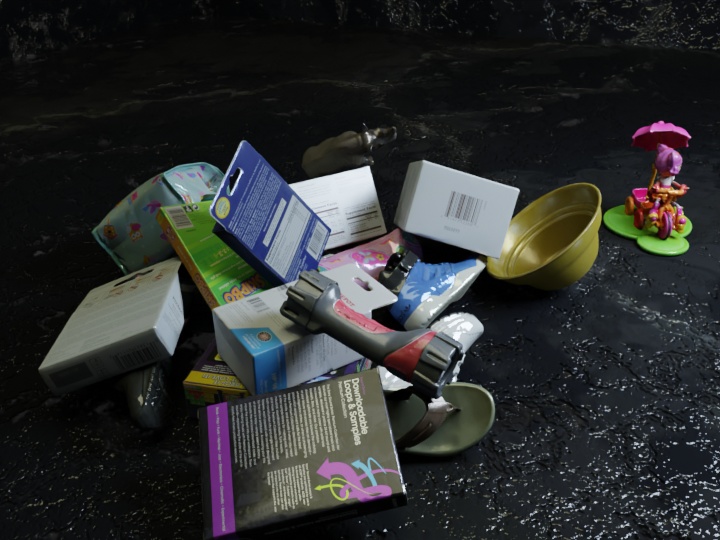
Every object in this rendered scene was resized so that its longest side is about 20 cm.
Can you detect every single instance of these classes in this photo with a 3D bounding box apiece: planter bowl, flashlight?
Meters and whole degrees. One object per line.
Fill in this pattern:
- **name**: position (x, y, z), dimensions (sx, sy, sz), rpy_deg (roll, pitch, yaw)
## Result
- **planter bowl**: position (0.291, -0.032, 1.151), dimensions (0.200, 0.084, 0.201), rpy_deg (-37, 19, 15)
- **flashlight**: position (0.013, 0.062, 0.834), dimensions (0.199, 0.069, 0.068), rpy_deg (30, 21, 21)

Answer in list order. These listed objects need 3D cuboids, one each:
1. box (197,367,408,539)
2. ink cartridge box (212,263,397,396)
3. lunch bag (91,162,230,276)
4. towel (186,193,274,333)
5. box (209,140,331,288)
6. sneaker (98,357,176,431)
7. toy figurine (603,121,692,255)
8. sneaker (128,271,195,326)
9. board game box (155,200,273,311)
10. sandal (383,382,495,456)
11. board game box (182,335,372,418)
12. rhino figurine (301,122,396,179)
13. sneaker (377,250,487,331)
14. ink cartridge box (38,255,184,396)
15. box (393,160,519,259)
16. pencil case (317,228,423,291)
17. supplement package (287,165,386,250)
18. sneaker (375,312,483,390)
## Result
- **box**: position (-0.062, 0.186, 0.774), dimensions (0.197, 0.036, 0.144), rpy_deg (-13, 51, 1)
- **ink cartridge box**: position (-0.063, 0.068, 0.928), dimensions (0.198, 0.068, 0.116), rpy_deg (-18, 34, -27)
- **lunch bag**: position (-0.307, -0.091, 1.244), dimensions (0.169, 0.123, 0.200), rpy_deg (-32, 11, 17)
- **towel**: position (-0.172, -0.011, 1.087), dimensions (0.145, 0.203, 0.022), rpy_deg (1, -10, 19)
- **box**: position (-0.122, -0.063, 1.016), dimensions (0.032, 0.200, 0.122), rpy_deg (-4, 53, 37)
- **sneaker**: position (-0.277, 0.139, 0.943), dimensions (0.090, 0.077, 0.200), rpy_deg (-18, 23, -8)
- **toy figurine**: position (0.499, -0.151, 1.290), dimensions (0.148, 0.186, 0.201), rpy_deg (-1, 28, 3)
- **sneaker**: position (-0.296, 0.046, 1.113), dimensions (0.069, 0.083, 0.199), rpy_deg (11, -4, -28)
- **board game box**: position (-0.186, -0.009, 1.030), dimensions (0.095, 0.030, 0.201), rpy_deg (-13, 58, -46)
- **sandal**: position (0.050, 0.160, 0.832), dimensions (0.198, 0.081, 0.057), rpy_deg (-1, -17, -6)
- **board game box**: position (-0.094, 0.124, 0.958), dimensions (0.197, 0.057, 0.166), rpy_deg (5, 31, 13)
- **rhino figurine**: position (-0.016, -0.190, 1.220), dimensions (0.087, 0.061, 0.199), rpy_deg (-6, -8, -45)
- **sneaker**: position (0.097, 0.003, 1.113), dimensions (0.111, 0.077, 0.199), rpy_deg (43, 50, 12)
- **ink cartridge box**: position (-0.298, 0.063, 0.978), dimensions (0.158, 0.048, 0.201), rpy_deg (-20, 25, 10)
- **box**: position (0.141, -0.097, 1.196), dimensions (0.150, 0.108, 0.200), rpy_deg (16, 6, -3)
- **pencil case**: position (0.000, 0.000, 1.153), dimensions (0.198, 0.089, 0.087), rpy_deg (-20, 32, -31)
- **supplement package**: position (-0.088, -0.079, 1.221), dimensions (0.198, 0.112, 0.155), rpy_deg (-15, 2, -24)
- **sneaker**: position (0.085, 0.127, 0.928), dimensions (0.199, 0.075, 0.087), rpy_deg (-37, 65, -28)
